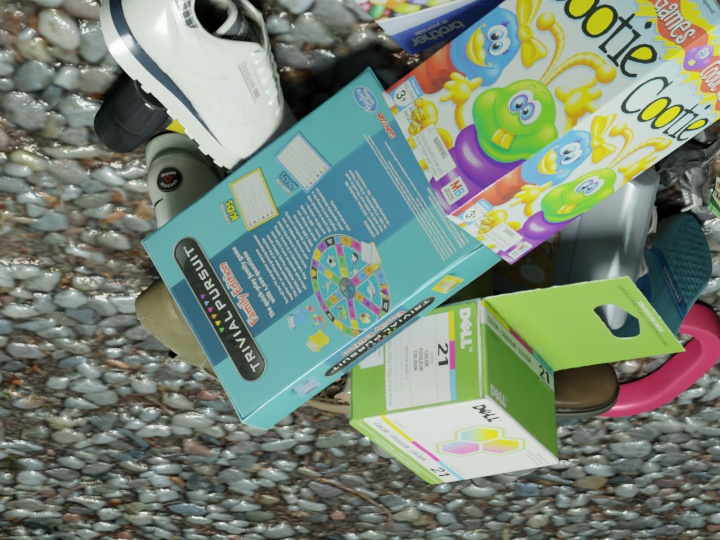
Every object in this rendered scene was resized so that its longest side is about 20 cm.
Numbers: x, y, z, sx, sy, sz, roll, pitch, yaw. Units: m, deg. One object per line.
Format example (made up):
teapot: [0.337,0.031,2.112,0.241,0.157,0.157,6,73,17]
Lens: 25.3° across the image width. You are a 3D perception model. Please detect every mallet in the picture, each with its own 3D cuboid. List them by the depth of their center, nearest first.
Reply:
mallet: [-0.101,-0.091,1.171,0.199,0.042,0.066,21,142,-39]

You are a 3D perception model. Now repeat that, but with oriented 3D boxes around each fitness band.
fitness band: [0.244,0.081,1.472,0.142,0.038,0.200,8,149,-19]

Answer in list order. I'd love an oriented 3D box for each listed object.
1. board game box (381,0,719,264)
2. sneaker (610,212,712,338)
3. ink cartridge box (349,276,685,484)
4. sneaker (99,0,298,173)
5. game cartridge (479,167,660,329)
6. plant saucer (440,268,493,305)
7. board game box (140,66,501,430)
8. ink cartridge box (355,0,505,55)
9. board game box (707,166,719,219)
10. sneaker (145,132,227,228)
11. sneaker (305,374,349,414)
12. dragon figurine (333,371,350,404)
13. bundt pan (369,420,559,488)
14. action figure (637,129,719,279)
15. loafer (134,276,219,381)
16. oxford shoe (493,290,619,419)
board game box: [0.133,-0.112,0.995,0.199,0.104,0.105,-36,150,15]
sneaker: [0.186,0.025,1.254,0.130,0.080,0.199,-18,-173,36]
ink cartridge box: [0.110,0.078,1.099,0.198,0.077,0.148,-11,152,24]
sneaker: [-0.086,-0.132,1.068,0.080,0.077,0.200,-26,145,19]
game cartridge: [0.104,-0.051,1.119,0.198,0.042,0.135,20,127,21]
plant saucer: [0.000,0.000,1.166,0.198,0.031,0.202,17,128,22]
board game box: [-0.028,-0.014,1.079,0.199,0.152,0.047,-36,159,9]
ink cartridge box: [0.043,-0.200,0.984,0.118,0.042,0.200,-20,147,27]
board game box: [0.300,-0.118,1.094,0.104,0.024,0.201,-29,151,-17]
sneaker: [-0.114,-0.016,1.244,0.073,0.090,0.200,-13,149,17]
sneaker: [0.014,0.108,1.375,0.198,0.071,0.076,13,152,19]
dragon figurine: [-0.019,0.051,1.307,0.199,0.100,0.059,1,155,46]
bundt pan: [0.088,0.137,1.480,0.199,0.077,0.203,10,149,6]
action figure: [0.184,-0.056,1.162,0.198,0.119,0.103,-13,110,29]
loafer: [-0.126,0.051,1.374,0.067,0.077,0.200,-4,150,22]
oxford shoe: [0.110,0.053,1.207,0.198,0.073,0.085,21,139,-7]
